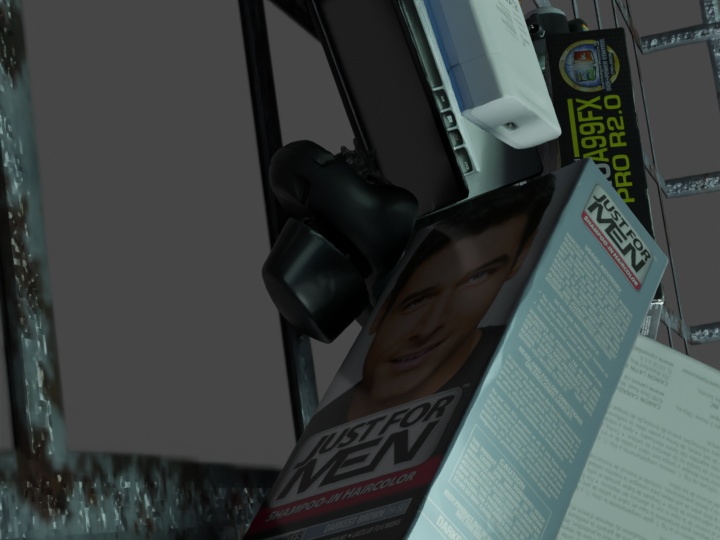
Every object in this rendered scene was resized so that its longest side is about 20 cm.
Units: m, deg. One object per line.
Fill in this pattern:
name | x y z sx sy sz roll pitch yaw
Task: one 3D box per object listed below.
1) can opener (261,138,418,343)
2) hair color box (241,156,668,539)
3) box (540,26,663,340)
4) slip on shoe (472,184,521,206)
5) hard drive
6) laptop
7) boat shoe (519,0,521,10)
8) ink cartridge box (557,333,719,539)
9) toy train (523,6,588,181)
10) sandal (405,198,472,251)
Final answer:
can opener | 0.000 0.000 0.766 0.063 0.079 0.200 43 -3 23
hair color box | 0.035 0.054 0.625 0.061 0.099 0.201 49 46 -19
box | 0.129 -0.013 0.931 0.200 0.044 0.162 79 7 -65
slip on shoe | 0.076 -0.005 0.996 0.200 0.073 0.062 51 28 -70
hard drive | 0.039 -0.159 0.760 0.132 0.026 0.202 10 63 -73
laptop | 0.036 -0.127 0.780 0.199 0.115 0.189 -21 91 -47
boat shoe | 0.110 -0.254 1.292 0.072 0.067 0.202 41 42 -69
ink cartridge box | 0.083 0.118 0.745 0.201 0.161 0.057 -68 -169 -13
toy train | 0.182 -0.132 1.463 0.114 0.085 0.202 24 56 -60
sandal | 0.031 -0.072 0.900 0.048 0.075 0.202 91 7 -58
